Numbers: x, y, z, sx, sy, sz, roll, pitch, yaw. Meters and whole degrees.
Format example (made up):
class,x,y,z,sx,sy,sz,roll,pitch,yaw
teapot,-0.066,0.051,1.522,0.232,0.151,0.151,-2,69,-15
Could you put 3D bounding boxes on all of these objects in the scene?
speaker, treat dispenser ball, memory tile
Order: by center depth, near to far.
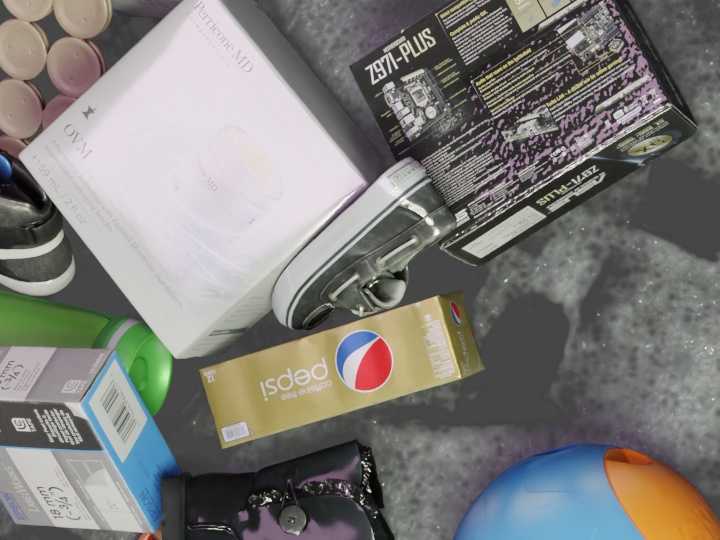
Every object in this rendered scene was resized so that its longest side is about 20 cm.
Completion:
class,x,y,z,sx,sy,sz,roll,pitch,yaw
treat dispenser ball,0.154,0.218,1.525,0.199,0.201,0.203,-4,80,22
speaker,-0.251,0.065,1.782,0.199,0.088,0.089,11,86,24
memory tile,-0.270,-0.154,1.812,0.152,0.017,0.202,18,116,18

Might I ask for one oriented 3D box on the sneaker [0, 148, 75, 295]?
class,x,y,z,sx,sy,sz,roll,pitch,yaw
sneaker,-0.321,-0.058,1.811,0.198,0.112,0.073,14,44,17

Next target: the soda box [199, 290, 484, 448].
class,x,y,z,sx,sy,sz,roll,pitch,yaw
soda box,-0.013,0.073,1.686,0.199,0.068,0.065,-17,88,19

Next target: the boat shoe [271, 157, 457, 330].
class,x,y,z,sx,sy,sz,roll,pitch,yaw
boat shoe,0.000,0.000,1.638,0.071,0.072,0.200,53,140,9

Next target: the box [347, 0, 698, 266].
class,x,y,z,sx,sy,sz,roll,pitch,yaw
box,0.118,-0.126,1.659,0.199,0.086,0.165,-32,71,14

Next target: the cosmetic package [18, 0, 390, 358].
class,x,y,z,sx,sy,sz,roll,pitch,yaw
cosmetic package,-0.110,-0.074,1.708,0.200,0.123,0.200,-41,80,10

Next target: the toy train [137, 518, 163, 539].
class,x,y,z,sx,sy,sz,roll,pitch,yaw
toy train,-0.122,0.265,1.711,0.200,0.056,0.151,43,99,23

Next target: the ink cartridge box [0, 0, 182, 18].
class,x,y,z,sx,sy,sz,roll,pitch,yaw
ink cartridge box,-0.199,-0.282,1.817,0.198,0.084,0.146,6,84,24

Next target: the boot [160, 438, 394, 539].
class,x,y,z,sx,sy,sz,roll,pitch,yaw
boot,-0.057,0.227,1.651,0.167,0.077,0.202,-9,64,7

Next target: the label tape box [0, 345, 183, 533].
class,x,y,z,sx,sy,sz,roll,pitch,yaw
label tape box,-0.252,0.127,1.726,0.199,0.145,0.064,0,43,29
